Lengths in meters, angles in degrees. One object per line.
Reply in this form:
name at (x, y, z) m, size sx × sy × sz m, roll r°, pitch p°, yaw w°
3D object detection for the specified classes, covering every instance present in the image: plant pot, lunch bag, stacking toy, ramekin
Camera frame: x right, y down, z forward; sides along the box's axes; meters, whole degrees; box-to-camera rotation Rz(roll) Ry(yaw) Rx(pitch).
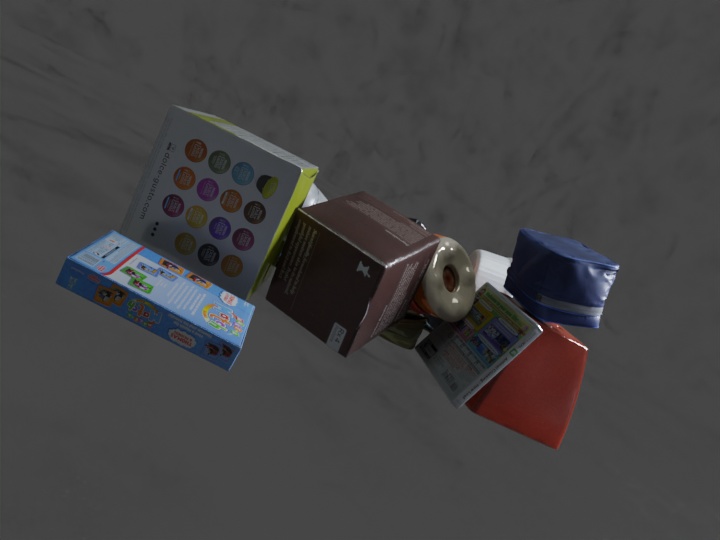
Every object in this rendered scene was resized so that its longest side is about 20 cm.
plant pot at (0.277, 0.159, 1.161) m, size 0.198 × 0.178 × 0.200 m, roll 27°, pitch 11°, yaw -21°
lunch bag at (0.336, 0.017, 1.147) m, size 0.134 × 0.134 × 0.200 m, roll 11°, pitch 16°, yaw -12°
stacking toy at (0.094, 0.028, 1.188) m, size 0.199 × 0.148 × 0.145 m, roll -13°, pitch -25°, yaw 43°
ramekin at (0.277, 0.050, 1.523) m, size 0.097 × 0.202 × 0.201 m, roll 23°, pitch 10°, yaw -2°

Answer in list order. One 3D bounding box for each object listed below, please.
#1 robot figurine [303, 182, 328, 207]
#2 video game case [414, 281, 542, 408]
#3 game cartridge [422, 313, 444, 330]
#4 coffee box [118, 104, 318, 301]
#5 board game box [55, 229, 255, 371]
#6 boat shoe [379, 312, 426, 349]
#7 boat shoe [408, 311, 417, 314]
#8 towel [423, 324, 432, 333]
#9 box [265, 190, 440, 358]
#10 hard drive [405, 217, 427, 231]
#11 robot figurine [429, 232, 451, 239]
robot figurine at (-0.122, -0.128, 1.484) m, size 0.200 × 0.112 × 0.170 m, roll 48°, pitch 11°, yaw -43°
video game case at (0.190, 0.118, 1.108) m, size 0.022 × 0.182 × 0.200 m, roll 46°, pitch 4°, yaw -22°
game cartridge at (0.176, 0.107, 1.295) m, size 0.200 × 0.041 × 0.134 m, roll 47°, pitch 19°, yaw -30°
coffee box at (-0.194, -0.100, 0.957) m, size 0.196 × 0.202 × 0.200 m, roll 25°, pitch 9°, yaw -2°
board game box at (-0.221, 0.029, 0.753) m, size 0.198 × 0.037 × 0.151 m, roll 28°, pitch 11°, yaw -9°
boat shoe at (0.028, 0.076, 1.162) m, size 0.199 × 0.064 × 0.073 m, roll 26°, pitch 11°, yaw -24°
boat shoe at (0.096, 0.062, 1.398) m, size 0.071 × 0.077 × 0.200 m, roll 14°, pitch 21°, yaw 2°
towel at (0.216, 0.151, 1.472) m, size 0.146 × 0.022 × 0.200 m, roll 34°, pitch 12°, yaw 17°
box at (-0.008, -0.004, 1.025) m, size 0.163 × 0.167 × 0.199 m, roll 34°, pitch 27°, yaw 19°
hard drive at (0.009, -0.053, 1.194) m, size 0.198 × 0.043 × 0.135 m, roll 3°, pitch 35°, yaw 32°
robot figurine at (0.117, -0.025, 1.360) m, size 0.197 × 0.117 × 0.145 m, roll 15°, pitch 50°, yaw 12°
